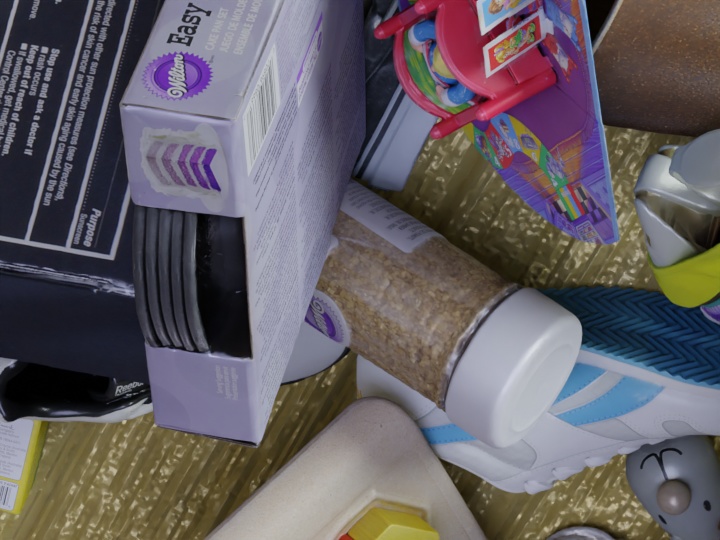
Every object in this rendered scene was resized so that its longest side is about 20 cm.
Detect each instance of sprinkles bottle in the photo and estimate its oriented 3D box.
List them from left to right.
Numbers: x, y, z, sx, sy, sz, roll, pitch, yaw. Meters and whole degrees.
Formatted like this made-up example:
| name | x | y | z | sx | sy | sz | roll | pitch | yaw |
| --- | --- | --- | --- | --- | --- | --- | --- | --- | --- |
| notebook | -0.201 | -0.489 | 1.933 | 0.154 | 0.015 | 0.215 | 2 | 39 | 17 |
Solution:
| name | x | y | z | sx | sy | sz | roll | pitch | yaw |
| --- | --- | --- | --- | --- | --- | --- | --- | --- | --- |
| sprinkles bottle | 0.000 | 0.000 | 1.319 | 0.200 | 0.068 | 0.068 | 33 | 112 | 21 |

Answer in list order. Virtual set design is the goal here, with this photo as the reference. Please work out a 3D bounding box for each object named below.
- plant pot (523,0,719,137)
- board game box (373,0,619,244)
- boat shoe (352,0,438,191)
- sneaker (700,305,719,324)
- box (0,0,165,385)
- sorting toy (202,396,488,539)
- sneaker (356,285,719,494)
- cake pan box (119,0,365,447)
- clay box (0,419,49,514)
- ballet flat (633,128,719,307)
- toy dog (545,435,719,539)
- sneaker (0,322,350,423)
| name | x | y | z | sx | sy | sz | roll | pitch | yaw |
| --- | --- | --- | --- | --- | --- | --- | --- | --- | --- |
| plant pot | 0.185 | -0.126 | 1.246 | 0.200 | 0.187 | 0.187 | 17 | 111 | -14 |
| board game box | 0.036 | -0.091 | 1.191 | 0.039 | 0.158 | 0.200 | -30 | 138 | -16 |
| boat shoe | 0.023 | -0.127 | 1.307 | 0.071 | 0.072 | 0.200 | 21 | 113 | -6 |
| sneaker | 0.233 | -0.031 | 1.314 | 0.200 | 0.083 | 0.081 | -26 | 105 | 15 |
| box | -0.156 | -0.074 | 1.263 | 0.198 | 0.123 | 0.200 | 10 | 69 | 8 |
| sorting toy | -0.009 | 0.181 | 1.364 | 0.185 | 0.036 | 0.200 | -42 | 129 | -12 |
| sneaker | 0.097 | 0.057 | 1.370 | 0.199 | 0.077 | 0.081 | 4 | 115 | 13 |
| cake pan box | -0.042 | -0.057 | 1.195 | 0.052 | 0.200 | 0.184 | 8 | 138 | 11 |
| clay box | -0.188 | 0.004 | 1.391 | 0.115 | 0.048 | 0.200 | 16 | 110 | 0 |
| ballet flat | 0.151 | -0.029 | 1.232 | 0.067 | 0.200 | 0.067 | 24 | 78 | -11 |
| toy dog | 0.178 | 0.176 | 1.388 | 0.200 | 0.096 | 0.132 | 40 | 109 | -9 |
| sneaker | -0.090 | 0.039 | 1.350 | 0.199 | 0.080 | 0.074 | -6 | 116 | -20 |
